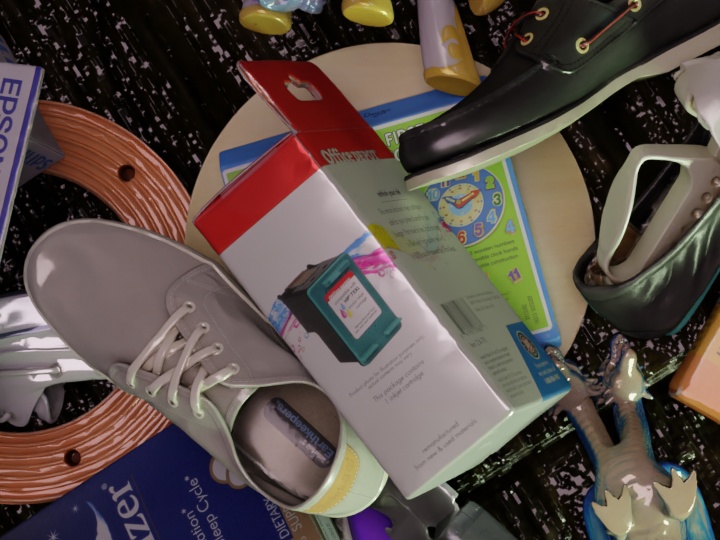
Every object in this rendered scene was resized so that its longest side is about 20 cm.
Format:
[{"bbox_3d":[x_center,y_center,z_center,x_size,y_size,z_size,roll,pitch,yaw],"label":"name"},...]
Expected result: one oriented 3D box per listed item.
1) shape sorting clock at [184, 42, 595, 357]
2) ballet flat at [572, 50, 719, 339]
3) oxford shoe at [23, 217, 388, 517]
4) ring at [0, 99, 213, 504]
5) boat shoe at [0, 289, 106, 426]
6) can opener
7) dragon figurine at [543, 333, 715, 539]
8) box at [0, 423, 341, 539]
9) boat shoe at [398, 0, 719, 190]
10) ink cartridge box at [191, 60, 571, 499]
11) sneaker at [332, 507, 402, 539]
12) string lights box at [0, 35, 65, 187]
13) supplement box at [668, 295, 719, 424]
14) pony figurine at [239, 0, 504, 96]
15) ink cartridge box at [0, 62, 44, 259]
[{"bbox_3d":[0.014,-0.011,1.427,0.200,0.039,0.200,0,93,3],"label":"shape sorting clock"},{"bbox_3d":[0.166,-0.054,1.371,0.068,0.068,0.200,22,109,-28],"label":"ballet flat"},{"bbox_3d":[-0.073,0.042,1.339,0.200,0.058,0.075,37,101,12],"label":"oxford shoe"},{"bbox_3d":[-0.168,0.015,1.458,0.200,0.019,0.201,0,87,5],"label":"ring"},{"bbox_3d":[-0.162,0.043,1.410,0.200,0.074,0.066,-11,93,13],"label":"boat shoe"},{"bbox_3d":[0.056,0.125,1.373,0.200,0.067,0.053,42,134,5],"label":"can opener"},{"bbox_3d":[0.139,0.127,1.398,0.059,0.099,0.200,-20,105,4],"label":"dragon figurine"},{"bbox_3d":[-0.105,0.154,1.404,0.200,0.032,0.121,-34,64,16],"label":"box"},{"bbox_3d":[0.093,-0.099,1.376,0.201,0.074,0.063,-31,98,-24],"label":"boat shoe"},{"bbox_3d":[0.000,0.000,1.340,0.067,0.116,0.200,-40,81,15],"label":"ink cartridge box"},{"bbox_3d":[0.057,0.189,1.406,0.099,0.070,0.200,-24,82,-9],"label":"sneaker"},{"bbox_3d":[-0.256,-0.049,1.431,0.200,0.059,0.103,-33,72,10],"label":"string lights box"},{"bbox_3d":[0.222,-0.013,1.392,0.066,0.069,0.200,29,89,4],"label":"supplement box"},{"bbox_3d":[0.001,-0.204,1.386,0.193,0.167,0.200,16,70,-19],"label":"pony figurine"},{"bbox_3d":[-0.250,-0.010,1.369,0.200,0.047,0.198,10,83,18],"label":"ink cartridge box"}]
